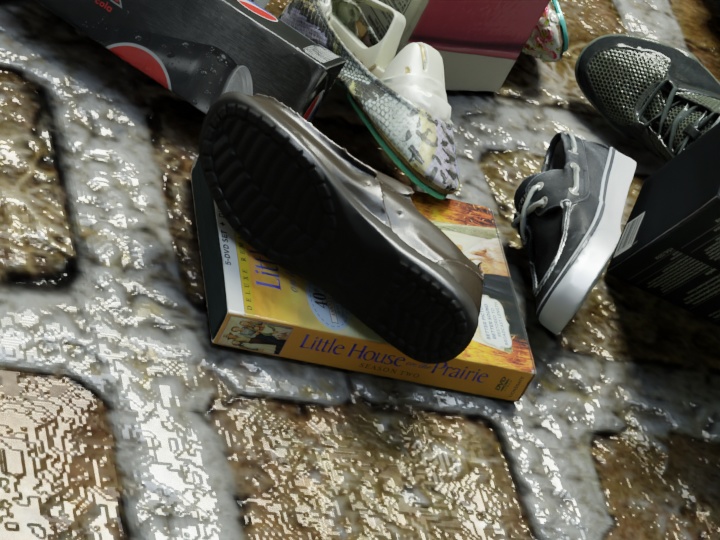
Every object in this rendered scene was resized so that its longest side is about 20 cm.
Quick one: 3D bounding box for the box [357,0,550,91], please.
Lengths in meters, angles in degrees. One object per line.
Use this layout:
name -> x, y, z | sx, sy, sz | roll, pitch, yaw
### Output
box -> 0.070, -0.237, 1.409 | 0.108, 0.201, 0.128 | -1, 47, -34

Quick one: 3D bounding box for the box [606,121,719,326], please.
box -> 0.258, -0.022, 1.288 | 0.140, 0.200, 0.079 | 28, 73, -6

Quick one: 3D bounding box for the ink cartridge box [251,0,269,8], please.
ink cartridge box -> -0.129, -0.269, 1.318 | 0.199, 0.145, 0.084 | 30, 63, 10

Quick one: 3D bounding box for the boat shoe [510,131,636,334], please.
boat shoe -> 0.128, -0.032, 1.323 | 0.067, 0.072, 0.200 | 30, 35, -3

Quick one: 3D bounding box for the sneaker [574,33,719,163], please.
sneaker -> 0.232, -0.099, 1.439 | 0.199, 0.076, 0.114 | 42, 10, 9

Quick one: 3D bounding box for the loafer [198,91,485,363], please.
loafer -> -0.009, -0.028, 1.188 | 0.200, 0.073, 0.071 | 44, 33, 2

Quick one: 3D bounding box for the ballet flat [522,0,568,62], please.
ballet flat -> 0.102, -0.215, 1.530 | 0.063, 0.076, 0.201 | -12, 42, -2

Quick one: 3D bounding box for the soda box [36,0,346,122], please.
soda box -> -0.113, -0.153, 1.292 | 0.199, 0.071, 0.063 | 33, 12, 5

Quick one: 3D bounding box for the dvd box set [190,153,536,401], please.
dvd box set -> 0.000, 0.000, 1.238 | 0.198, 0.030, 0.147 | 13, 41, -22

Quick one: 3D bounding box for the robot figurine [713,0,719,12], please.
robot figurine -> 0.354, -0.211, 1.632 | 0.149, 0.125, 0.201 | -19, 57, -24

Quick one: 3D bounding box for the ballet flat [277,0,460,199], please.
ballet flat -> 0.014, -0.129, 1.332 | 0.072, 0.072, 0.201 | -5, 40, -37
